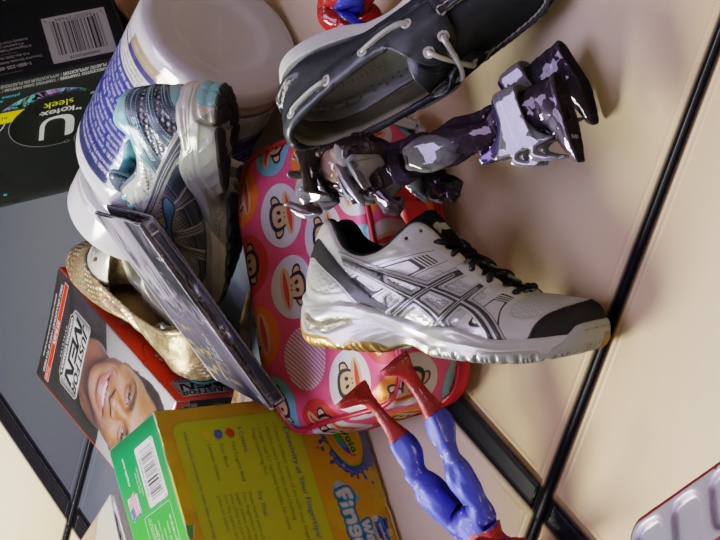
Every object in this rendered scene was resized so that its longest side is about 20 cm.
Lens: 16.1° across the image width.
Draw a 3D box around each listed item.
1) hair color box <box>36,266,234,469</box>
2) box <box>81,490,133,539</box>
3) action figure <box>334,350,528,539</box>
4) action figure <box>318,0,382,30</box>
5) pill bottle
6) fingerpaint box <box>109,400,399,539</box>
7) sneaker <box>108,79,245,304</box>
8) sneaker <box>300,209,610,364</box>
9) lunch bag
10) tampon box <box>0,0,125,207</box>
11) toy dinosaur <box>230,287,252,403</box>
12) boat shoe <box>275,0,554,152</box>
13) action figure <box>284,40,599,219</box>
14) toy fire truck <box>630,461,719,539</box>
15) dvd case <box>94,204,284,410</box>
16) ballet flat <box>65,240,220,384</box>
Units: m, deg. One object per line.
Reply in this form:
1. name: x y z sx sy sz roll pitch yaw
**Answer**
1. hair color box: -0.172 0.086 1.940 0.200 0.061 0.102 42 127 45
2. box: -0.146 0.212 1.842 0.200 0.094 0.078 129 127 -65
3. action figure: 0.053 0.157 1.546 0.065 0.099 0.200 -37 91 33
4. action figure: 0.010 -0.192 1.583 0.098 0.200 0.066 17 73 14
5. pill bottle: -0.136 -0.103 1.811 0.200 0.119 0.120 -56 50 42
6. fingerpaint box: -0.058 0.191 1.690 0.073 0.166 0.201 -39 63 48
7. sneaker: -0.124 -0.058 1.734 0.201 0.086 0.078 88 -167 -48
8. sneaker: 0.054 0.009 1.529 0.199 0.076 0.088 5 92 22
9. lunch bag: 0.000 0.000 1.656 0.176 0.081 0.202 -20 77 54
10. tampon box: -0.263 -0.149 1.917 0.200 0.149 0.127 107 146 -62
11. toy dinosaur: -0.084 0.121 1.816 0.106 0.060 0.202 31 119 52
12. boat shoe: 0.037 -0.130 1.541 0.199 0.076 0.061 -29 42 28
13. action figure: 0.040 -0.068 1.517 0.199 0.130 0.070 -20 95 24
14. toy fire truck: 0.212 0.168 1.355 0.200 0.111 0.169 -46 38 47
15. dvd case: -0.119 0.022 1.715 0.149 0.016 0.200 55 171 -11
16. ballet flat: -0.158 0.010 1.899 0.200 0.070 0.066 35 145 39
